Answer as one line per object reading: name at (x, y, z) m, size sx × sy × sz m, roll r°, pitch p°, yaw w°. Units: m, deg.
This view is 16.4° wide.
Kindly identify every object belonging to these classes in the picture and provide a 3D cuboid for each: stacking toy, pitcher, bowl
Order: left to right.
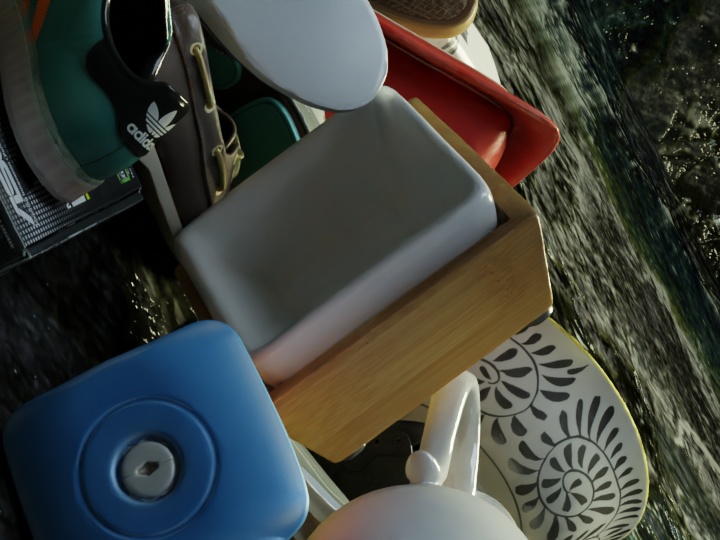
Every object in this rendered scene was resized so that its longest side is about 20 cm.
stacking toy at (-0.073, 0.112, 1.127) m, size 0.200 × 0.116 × 0.110 m, roll 64°, pitch 1°, yaw -71°
pitcher at (0.031, 0.132, 1.151) m, size 0.200 × 0.121 × 0.172 m, roll 7°, pitch 82°, yaw -80°
bowl at (0.063, 0.112, 1.479) m, size 0.094 × 0.200 × 0.201 m, roll -42°, pitch 111°, yaw -34°

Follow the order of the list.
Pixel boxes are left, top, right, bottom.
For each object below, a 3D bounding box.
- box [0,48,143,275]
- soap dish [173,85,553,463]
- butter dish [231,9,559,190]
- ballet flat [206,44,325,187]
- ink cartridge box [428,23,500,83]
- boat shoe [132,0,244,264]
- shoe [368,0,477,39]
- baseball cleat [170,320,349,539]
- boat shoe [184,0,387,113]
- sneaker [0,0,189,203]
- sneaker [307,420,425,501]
box at (-0.182, -0.100, 1.144) m, size 0.201 × 0.047 × 0.193 m, roll 64°, pitch 11°, yaw -3°
soap dish at (0.000, 0.000, 1.217) m, size 0.081 × 0.157 × 0.200 m, roll 54°, pitch -1°, yaw -24°
butter dish at (-0.014, -0.059, 1.452) m, size 0.199 × 0.148 × 0.199 m, roll 30°, pitch -18°, yaw -5°
ballet flat at (-0.052, -0.101, 1.343) m, size 0.064 × 0.067 × 0.201 m, roll -34°, pitch 99°, yaw -43°
ink cartridge box at (-0.014, -0.150, 1.599) m, size 0.200 × 0.144 × 0.085 m, roll 52°, pitch 19°, yaw -41°
boat shoe at (-0.092, -0.066, 1.293) m, size 0.072 × 0.059 × 0.200 m, roll 58°, pitch -8°, yaw 34°
shoe at (-0.020, -0.189, 1.465) m, size 0.199 × 0.070 × 0.053 m, roll 29°, pitch -18°, yaw 10°
baseball cleat at (-0.035, 0.108, 1.278) m, size 0.200 × 0.070 × 0.107 m, roll 59°, pitch 17°, yaw -26°
boat shoe at (-0.073, -0.148, 1.270) m, size 0.200 × 0.072 × 0.068 m, roll 36°, pitch -15°, yaw -4°
sneaker at (-0.125, -0.127, 1.136) m, size 0.071 × 0.080 × 0.201 m, roll 43°, pitch 25°, yaw -56°
sneaker at (-0.002, 0.098, 1.336) m, size 0.201 × 0.104 × 0.060 m, roll 67°, pitch 16°, yaw 8°
